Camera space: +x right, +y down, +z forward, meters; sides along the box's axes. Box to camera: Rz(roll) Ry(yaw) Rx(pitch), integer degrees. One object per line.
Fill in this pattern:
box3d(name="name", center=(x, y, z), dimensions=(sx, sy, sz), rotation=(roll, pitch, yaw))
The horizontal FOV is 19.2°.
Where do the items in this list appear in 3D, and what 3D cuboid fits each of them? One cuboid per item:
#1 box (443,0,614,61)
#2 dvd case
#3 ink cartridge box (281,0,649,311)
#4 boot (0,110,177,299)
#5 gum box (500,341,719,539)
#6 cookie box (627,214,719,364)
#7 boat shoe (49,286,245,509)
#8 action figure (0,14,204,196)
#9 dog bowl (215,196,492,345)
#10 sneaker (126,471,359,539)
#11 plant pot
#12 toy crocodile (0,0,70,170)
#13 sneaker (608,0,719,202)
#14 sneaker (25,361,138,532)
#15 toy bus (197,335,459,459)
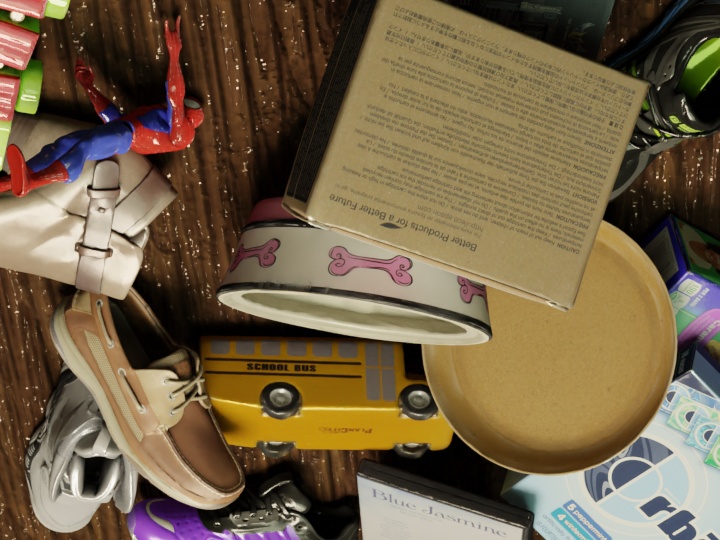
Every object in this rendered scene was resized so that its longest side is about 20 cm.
box3d(name="box", center=(0.078, -0.132, 1.493), dimensions=(0.158, 0.051, 0.200), rotation=(5, 129, -10))
box3d(name="dvd case", center=(0.068, 0.214, 1.729), dimensions=(0.143, 0.018, 0.200), rotation=(17, 156, 10))
box3d(name="ink cartridge box", center=(0.069, -0.083, 1.405), dimensions=(0.200, 0.075, 0.165), rotation=(19, 93, -20))
box3d(name="boot", center=(-0.231, -0.021, 1.532), dimensions=(0.146, 0.070, 0.200), rotation=(30, 112, -12))
box3d(name="gum box", center=(0.238, 0.171, 1.643), dimensions=(0.170, 0.045, 0.200), rotation=(45, 122, -13))
box3d(name="cookie box", center=(0.271, 0.070, 1.669), dimensions=(0.200, 0.075, 0.171), rotation=(25, 125, -25))
box3d(name="boat shoe", center=(-0.152, 0.090, 1.587), dimensions=(0.200, 0.076, 0.072), rotation=(50, 126, 3))
box3d(name="action figure", center=(-0.179, -0.113, 1.438), dimensions=(0.065, 0.200, 0.099), rotation=(-3, 100, 39))
box3d(name="dog bowl", center=(0.000, 0.000, 1.525), dimensions=(0.200, 0.074, 0.200), rotation=(9, 171, 1))
box3d(name="sneaker", center=(-0.091, 0.203, 1.761), dimensions=(0.200, 0.070, 0.100), rotation=(15, 121, -22))
box3d(name="plant pot", center=(0.143, 0.053, 1.596), dimensions=(0.200, 0.200, 0.027), rotation=(-31, 167, 20))
box3d(name="toy crocodile", center=(-0.238, -0.154, 1.425), dimensions=(0.067, 0.062, 0.200), rotation=(13, 118, -16))
box3d(name="sneaker", center=(0.212, -0.118, 1.496), dimensions=(0.071, 0.083, 0.200), rotation=(26, 124, -25))
box3d(name="sneaker", center=(-0.221, 0.160, 1.672), dimensions=(0.075, 0.115, 0.200), rotation=(11, 129, -14))
box3d(name="toy bus", center=(-0.027, 0.097, 1.657), dimensions=(0.200, 0.078, 0.065), rotation=(1, 143, -7))
